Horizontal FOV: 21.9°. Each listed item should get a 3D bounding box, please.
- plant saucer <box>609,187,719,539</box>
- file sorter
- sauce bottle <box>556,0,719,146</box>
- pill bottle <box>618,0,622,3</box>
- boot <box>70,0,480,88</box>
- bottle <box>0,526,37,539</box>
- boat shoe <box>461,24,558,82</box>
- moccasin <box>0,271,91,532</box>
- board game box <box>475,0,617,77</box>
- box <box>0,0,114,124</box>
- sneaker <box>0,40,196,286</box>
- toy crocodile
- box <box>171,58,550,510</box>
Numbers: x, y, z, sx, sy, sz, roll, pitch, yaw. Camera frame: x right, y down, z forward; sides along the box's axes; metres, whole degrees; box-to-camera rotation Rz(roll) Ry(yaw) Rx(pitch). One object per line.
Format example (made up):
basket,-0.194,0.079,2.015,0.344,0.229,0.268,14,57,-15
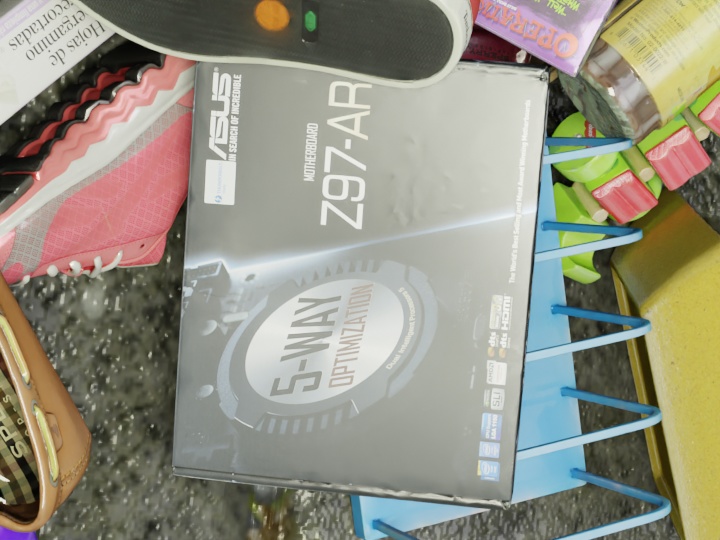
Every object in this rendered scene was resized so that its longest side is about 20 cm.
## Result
plant saucer,0.180,0.068,1.023,0.048,0.200,0.201,-12,101,3
file sorter,0.071,0.034,0.949,0.138,0.123,0.202,-11,98,-24
sauce bottle,0.193,-0.145,0.951,0.200,0.065,0.065,-38,113,-5
pill bottle,0.135,-0.206,0.998,0.199,0.116,0.117,11,86,-33
boot,-0.037,-0.157,0.839,0.145,0.199,0.073,-71,173,-49
bottle,-0.201,0.098,0.811,0.084,0.065,0.200,-51,117,-21
boat shoe,0.021,-0.124,0.953,0.199,0.066,0.075,-1,92,-34
moccasin,-0.183,0.018,0.753,0.073,0.078,0.202,-25,102,6
board game box,0.045,-0.193,0.899,0.199,0.032,0.121,30,97,6
box,-0.183,-0.076,0.832,0.200,0.041,0.039,-44,115,-26
sneaker,-0.128,-0.024,0.852,0.200,0.074,0.087,-43,116,-25
toy crocodile,0.171,-0.076,1.023,0.200,0.062,0.067,-41,135,12
box,0.000,0.000,0.852,0.159,0.044,0.202,6,99,6
